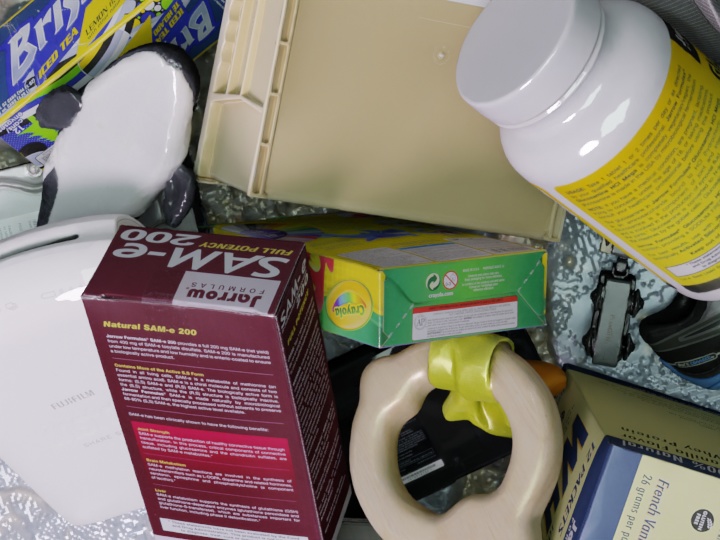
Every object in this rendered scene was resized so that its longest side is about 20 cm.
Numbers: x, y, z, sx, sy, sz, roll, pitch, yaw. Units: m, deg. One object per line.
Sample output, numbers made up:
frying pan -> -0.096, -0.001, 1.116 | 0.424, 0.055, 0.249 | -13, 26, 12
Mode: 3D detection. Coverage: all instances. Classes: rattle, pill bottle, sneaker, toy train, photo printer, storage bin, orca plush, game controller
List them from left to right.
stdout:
photo printer -> -0.160, 0.057, 1.101 | 0.166, 0.070, 0.200 | -21, 130, 20
orca plush -> -0.138, -0.057, 1.106 | 0.105, 0.071, 0.201 | 20, 120, 11
game controller -> 0.022, 0.095, 1.166 | 0.200, 0.042, 0.105 | -26, 109, 9
storage bin -> 0.028, -0.128, 1.062 | 0.199, 0.094, 0.199 | 8, 98, -23
rattle -> 0.071, 0.141, 1.044 | 0.130, 0.143, 0.201 | -17, 71, 6
toy train -> 0.167, -0.040, 1.126 | 0.034, 0.046, 0.201 | 11, 100, 5
pill bottle -> 0.150, -0.075, 1.011 | 0.200, 0.112, 0.113 | 33, 101, -32
sneaker -> 0.232, -0.025, 1.107 | 0.083, 0.071, 0.200 | 27, 102, -5

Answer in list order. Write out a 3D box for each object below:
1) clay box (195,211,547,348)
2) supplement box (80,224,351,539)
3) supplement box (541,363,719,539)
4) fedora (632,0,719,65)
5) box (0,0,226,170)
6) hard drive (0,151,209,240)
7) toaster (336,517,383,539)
clay box -> 0.000, 0.000, 1.062 | 0.115, 0.200, 0.048 | -6, 101, -33
supplement box -> -0.074, 0.072, 1.013 | 0.108, 0.061, 0.200 | 6, 134, 15
supplement box -> 0.198, 0.164, 1.060 | 0.199, 0.200, 0.135 | 17, 99, -4
fedora -> 0.209, -0.177, 1.048 | 0.090, 0.200, 0.177 | -18, 84, 47
box -> -0.141, -0.151, 1.117 | 0.200, 0.064, 0.070 | -37, 53, 8
hard drive -> -0.193, -0.002, 1.170 | 0.199, 0.038, 0.140 | -12, 96, 6
toaster -> -0.026, 0.216, 1.072 | 0.199, 0.129, 0.114 | -5, 119, 3
